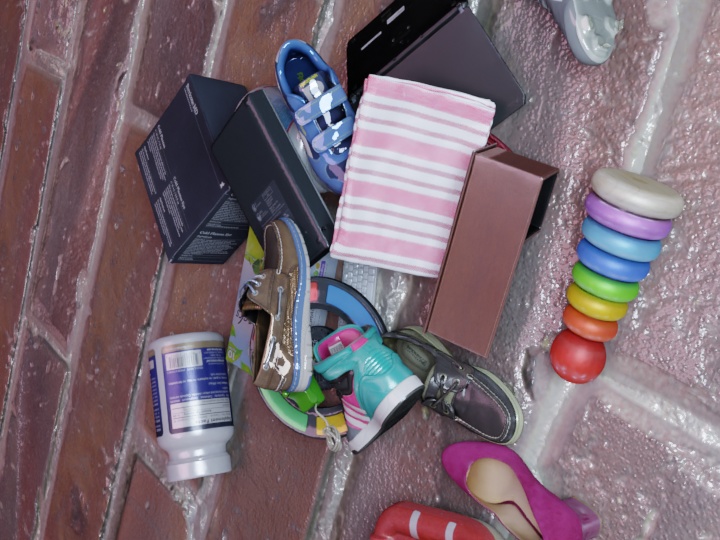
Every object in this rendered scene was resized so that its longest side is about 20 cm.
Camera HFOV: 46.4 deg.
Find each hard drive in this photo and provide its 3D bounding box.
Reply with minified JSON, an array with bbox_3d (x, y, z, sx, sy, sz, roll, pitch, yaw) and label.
[{"bbox_3d":[-0.107,-0.096,1.021,0.203,0.033,0.139,62,146,4],"label":"hard drive"}]

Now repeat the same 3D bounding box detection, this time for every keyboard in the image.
[{"bbox_3d":[0.000,0.000,1.060,0.056,0.011,0.205,9,95,46],"label":"keyboard"}]

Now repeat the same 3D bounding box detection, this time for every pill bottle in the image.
[{"bbox_3d":[-0.246,0.199,1.232,0.114,0.114,0.205,-18,76,43],"label":"pill bottle"},{"bbox_3d":[-0.072,-0.162,1.063,0.199,0.107,0.111,29,109,46],"label":"pill bottle"}]

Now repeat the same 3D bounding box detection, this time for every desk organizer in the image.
[{"bbox_3d":[0.135,-0.020,0.873,0.076,0.071,0.204,23,113,22],"label":"desk organizer"}]

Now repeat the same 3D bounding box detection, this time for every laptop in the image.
[{"bbox_3d":[0.078,-0.230,0.959,0.176,0.103,0.203,-34,37,28],"label":"laptop"}]

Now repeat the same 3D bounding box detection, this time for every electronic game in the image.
[{"bbox_3d":[-0.052,0.109,1.046,0.196,0.041,0.205,3,97,23],"label":"electronic game"}]

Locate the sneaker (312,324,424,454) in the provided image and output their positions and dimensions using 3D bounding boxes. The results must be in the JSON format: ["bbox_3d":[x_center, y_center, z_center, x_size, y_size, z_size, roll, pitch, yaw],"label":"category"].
[{"bbox_3d":[-0.005,0.127,0.942,0.121,0.083,0.201,51,152,14],"label":"sneaker"}]

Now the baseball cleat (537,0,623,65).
[{"bbox_3d":[0.196,-0.280,0.839,0.106,0.069,0.205,-27,61,49],"label":"baseball cleat"}]

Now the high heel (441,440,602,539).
[{"bbox_3d":[0.139,0.224,0.848,0.198,0.095,0.069,13,98,45],"label":"high heel"}]

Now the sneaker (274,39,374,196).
[{"bbox_3d":[-0.040,-0.168,0.927,0.073,0.082,0.202,-31,74,-6],"label":"sneaker"}]

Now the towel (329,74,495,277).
[{"bbox_3d":[0.054,-0.093,0.892,0.030,0.143,0.204,-110,31,-70],"label":"towel"}]

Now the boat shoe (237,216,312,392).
[{"bbox_3d":[-0.098,0.034,0.946,0.072,0.071,0.204,-39,54,56],"label":"boat shoe"}]

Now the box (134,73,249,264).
[{"bbox_3d":[-0.223,-0.142,1.227,0.182,0.103,0.203,-41,61,38],"label":"box"}]

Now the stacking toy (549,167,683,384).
[{"bbox_3d":[0.226,0.012,0.787,0.085,0.084,0.204,35,118,40],"label":"stacking toy"}]

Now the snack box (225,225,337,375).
[{"bbox_3d":[-0.108,0.048,1.138,0.141,0.052,0.205,23,105,43],"label":"snack box"}]

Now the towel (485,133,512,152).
[{"bbox_3d":[0.092,-0.113,0.962,0.201,0.022,0.146,50,123,34],"label":"towel"}]

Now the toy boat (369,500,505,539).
[{"bbox_3d":[0.068,0.328,0.894,0.198,0.129,0.134,-1,88,45],"label":"toy boat"}]

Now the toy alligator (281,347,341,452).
[{"bbox_3d":[-0.080,0.123,0.990,0.059,0.053,0.203,-45,59,41],"label":"toy alligator"}]

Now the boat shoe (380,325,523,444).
[{"bbox_3d":[0.091,0.128,0.923,0.199,0.064,0.075,32,113,43],"label":"boat shoe"}]
